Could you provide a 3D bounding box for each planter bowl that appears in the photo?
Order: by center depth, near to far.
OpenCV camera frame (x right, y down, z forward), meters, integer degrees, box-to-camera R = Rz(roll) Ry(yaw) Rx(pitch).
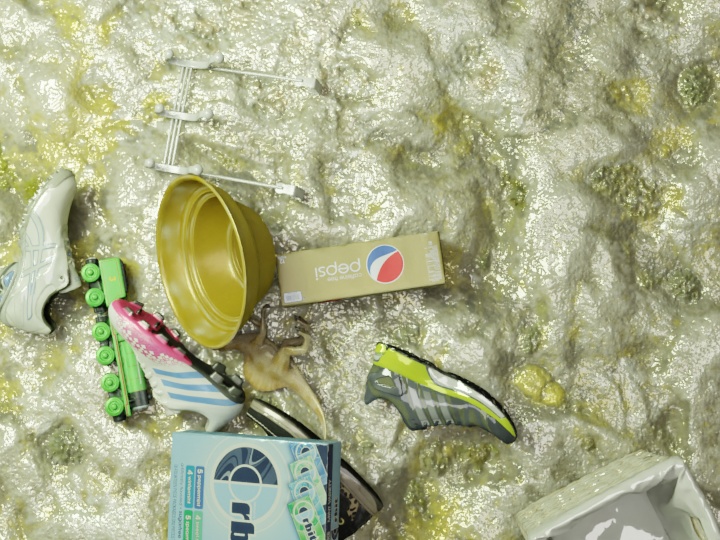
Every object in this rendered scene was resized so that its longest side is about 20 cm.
[{"bbox_3d":[-0.156,-0.016,1.238,0.083,0.199,0.203,-12,86,-38],"label":"planter bowl"}]

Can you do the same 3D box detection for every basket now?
[{"bbox_3d":[0.303,0.335,1.207,0.198,0.161,0.200,-27,87,-3],"label":"basket"}]

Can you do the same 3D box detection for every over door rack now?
[{"bbox_3d":[-0.154,-0.179,1.278,0.197,0.067,0.150,11,87,0],"label":"over door rack"}]

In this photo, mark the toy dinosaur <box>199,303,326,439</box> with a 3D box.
[{"bbox_3d":[-0.095,0.107,1.277,0.199,0.058,0.102,34,102,9],"label":"toy dinosaur"}]

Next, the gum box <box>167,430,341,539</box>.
[{"bbox_3d":[-0.122,0.274,1.201,0.197,0.044,0.172,0,86,21],"label":"gum box"}]

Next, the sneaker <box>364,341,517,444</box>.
[{"bbox_3d":[0.094,0.161,1.266,0.198,0.074,0.082,27,93,8],"label":"sneaker"}]

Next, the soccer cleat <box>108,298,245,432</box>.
[{"bbox_3d":[-0.229,0.119,1.247,0.199,0.070,0.087,39,99,-9],"label":"soccer cleat"}]

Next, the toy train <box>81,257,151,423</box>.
[{"bbox_3d":[-0.294,0.081,1.276,0.056,0.042,0.203,-11,87,-12],"label":"toy train"}]

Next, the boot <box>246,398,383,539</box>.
[{"bbox_3d":[-0.090,0.265,1.253,0.200,0.073,0.151,41,87,-4],"label":"boot"}]

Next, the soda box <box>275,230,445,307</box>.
[{"bbox_3d":[0.000,0.000,1.268,0.197,0.068,0.065,-8,86,-1],"label":"soda box"}]

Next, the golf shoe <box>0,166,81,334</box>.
[{"bbox_3d":[-0.366,-0.019,1.263,0.096,0.078,0.202,25,96,2],"label":"golf shoe"}]
